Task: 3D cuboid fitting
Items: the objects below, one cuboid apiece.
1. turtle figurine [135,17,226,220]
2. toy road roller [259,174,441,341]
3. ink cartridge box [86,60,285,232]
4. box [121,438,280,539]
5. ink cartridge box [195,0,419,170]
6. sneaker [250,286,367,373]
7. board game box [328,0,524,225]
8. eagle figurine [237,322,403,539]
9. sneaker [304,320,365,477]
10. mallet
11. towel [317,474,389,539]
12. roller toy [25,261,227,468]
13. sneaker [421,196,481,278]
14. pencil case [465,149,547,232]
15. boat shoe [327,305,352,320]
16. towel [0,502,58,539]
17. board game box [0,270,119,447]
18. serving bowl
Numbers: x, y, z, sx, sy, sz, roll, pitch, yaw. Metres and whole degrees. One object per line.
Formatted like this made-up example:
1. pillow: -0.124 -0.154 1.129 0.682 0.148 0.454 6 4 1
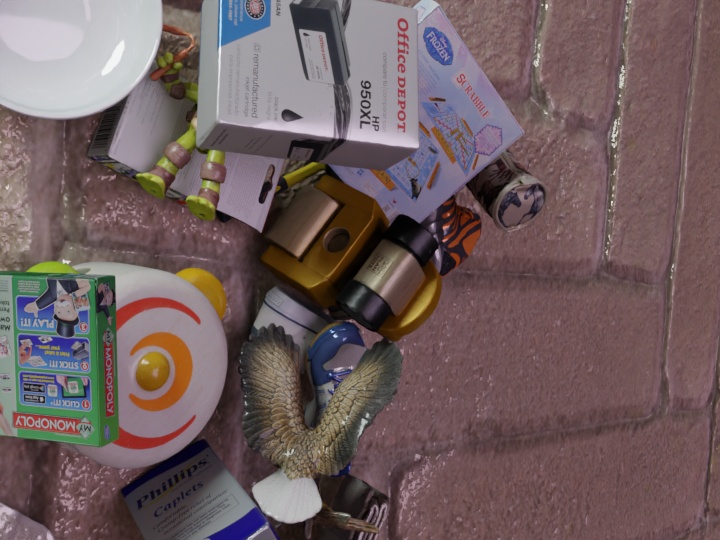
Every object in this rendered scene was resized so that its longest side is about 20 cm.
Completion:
1. turtle figurine: -0.155 -0.142 0.848 0.199 0.064 0.162 31 71 -19
2. toy road roller: 0.000 0.000 0.981 0.123 0.199 0.146 -53 149 -11
3. ink cartridge box: -0.174 -0.126 0.909 0.199 0.050 0.110 28 74 -42
4. box: -0.132 0.299 0.876 0.105 0.200 0.185 -33 117 -18
5. ink cartridge box: -0.047 -0.183 0.820 0.198 0.084 0.146 4 81 -23
6. sneaker: -0.054 0.089 1.041 0.200 0.073 0.071 35 93 -38
7. board game box: 0.057 -0.164 0.980 0.199 0.041 0.200 -40 126 6
8. eagle figurine: -0.051 0.160 0.891 0.151 0.150 0.202 10 89 -38
9. sneaker: -0.020 0.152 1.002 0.075 0.088 0.201 -9 129 -20
10. mallet: -0.085 -0.114 1.006 0.199 0.041 0.066 -24 111 -35
11. towel: -0.020 0.309 1.004 0.034 0.200 0.133 26 78 -6
12. roller toy: -0.223 0.087 0.821 0.199 0.139 0.184 1 94 -44
13. sneaker: 0.108 -0.093 1.170 0.112 0.077 0.202 -22 118 -45
14. pencil case: 0.174 -0.132 1.139 0.077 0.201 0.090 -12 128 -11
15. boat shoe: 0.007 -0.032 1.072 0.073 0.074 0.201 46 56 -26
16. towel: -0.374 0.258 0.769 0.200 0.034 0.133 43 65 -37
17. board game box: -0.293 0.069 0.720 0.029 0.198 0.136 -17 108 -70
18. serving bowl: -0.281 -0.232 0.773 0.198 0.066 0.202 -1 92 -28
